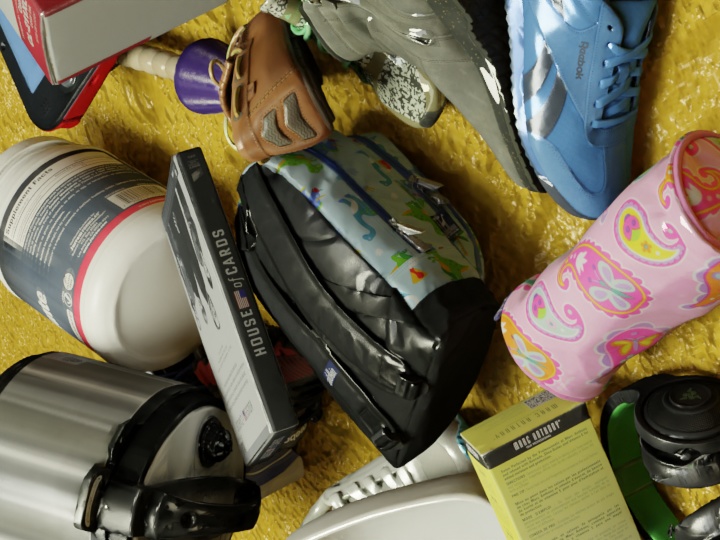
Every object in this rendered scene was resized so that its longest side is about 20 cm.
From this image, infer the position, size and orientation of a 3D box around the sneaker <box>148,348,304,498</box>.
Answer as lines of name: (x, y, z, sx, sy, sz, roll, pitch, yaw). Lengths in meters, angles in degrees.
sneaker: (-0.140, 0.124, 1.446, 0.199, 0.080, 0.116, 10, 120, 52)

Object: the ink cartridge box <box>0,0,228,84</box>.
ink cartridge box: (-0.204, -0.250, 1.225, 0.200, 0.145, 0.083, 53, 162, 24)

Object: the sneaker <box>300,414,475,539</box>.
sneaker: (0.026, 0.166, 1.249, 0.077, 0.081, 0.200, 60, 144, 12)

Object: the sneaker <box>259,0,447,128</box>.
sneaker: (-0.022, -0.162, 1.109, 0.200, 0.088, 0.077, 53, 143, 17)

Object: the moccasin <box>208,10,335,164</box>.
moccasin: (-0.063, -0.117, 1.142, 0.074, 0.077, 0.202, 61, -174, -28)

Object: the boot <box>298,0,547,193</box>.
boot: (0.039, -0.132, 1.013, 0.130, 0.068, 0.200, 4, 137, 43)

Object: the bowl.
bowl: (0.058, 0.226, 1.185, 0.199, 0.075, 0.200, -20, 110, 28)

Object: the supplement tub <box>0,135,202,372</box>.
supplement tub: (-0.209, -0.018, 1.400, 0.200, 0.140, 0.141, 30, 132, 41)

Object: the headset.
headset: (0.191, 0.124, 0.991, 0.200, 0.094, 0.124, -14, 99, 67)

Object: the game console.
game console: (-0.235, -0.227, 1.346, 0.177, 0.031, 0.201, -51, 56, 40)

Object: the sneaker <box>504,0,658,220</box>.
sneaker: (0.128, -0.120, 0.955, 0.078, 0.066, 0.201, 10, 117, 46)

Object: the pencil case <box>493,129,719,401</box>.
pencil case: (0.155, 0.000, 0.975, 0.088, 0.087, 0.200, 58, 146, 11)

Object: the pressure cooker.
pressure cooker: (-0.177, 0.159, 1.293, 0.199, 0.176, 0.179, 12, 133, 24)

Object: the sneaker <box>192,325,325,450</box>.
sneaker: (-0.055, 0.083, 1.316, 0.200, 0.071, 0.098, -24, 90, 58)

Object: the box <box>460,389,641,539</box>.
box: (0.136, 0.176, 1.081, 0.201, 0.075, 0.050, 65, 173, -15)

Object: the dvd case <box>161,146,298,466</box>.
dvd case: (-0.095, 0.030, 1.220, 0.150, 0.025, 0.201, 124, 126, -73)

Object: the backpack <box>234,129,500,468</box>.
backpack: (0.000, 0.000, 1.148, 0.200, 0.154, 0.164, 36, 145, 17)

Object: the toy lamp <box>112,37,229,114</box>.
toy lamp: (-0.146, -0.156, 1.311, 0.200, 0.058, 0.059, 24, 128, 47)
